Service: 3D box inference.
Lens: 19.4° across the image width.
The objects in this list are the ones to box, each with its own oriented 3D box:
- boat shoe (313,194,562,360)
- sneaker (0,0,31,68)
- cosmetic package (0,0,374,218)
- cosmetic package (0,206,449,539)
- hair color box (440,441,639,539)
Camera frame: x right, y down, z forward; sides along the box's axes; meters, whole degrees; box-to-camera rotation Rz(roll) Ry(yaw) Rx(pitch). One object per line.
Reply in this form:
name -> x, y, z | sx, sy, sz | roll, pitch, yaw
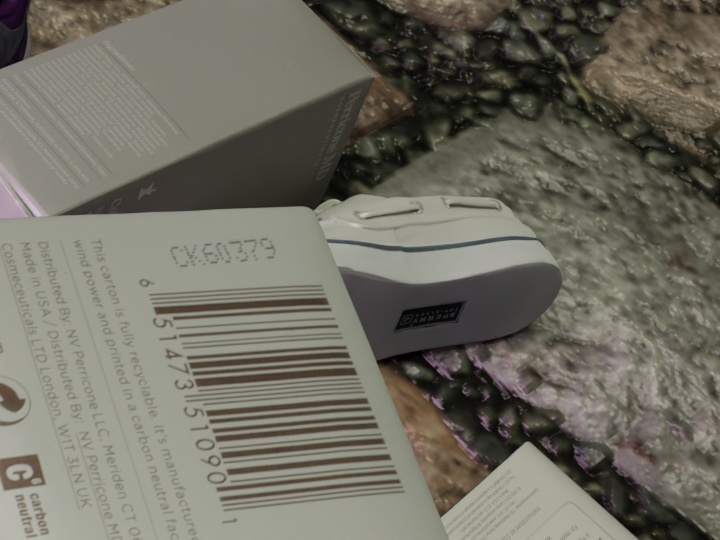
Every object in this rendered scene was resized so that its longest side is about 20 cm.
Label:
boat shoe -> 0.000, 0.000, 0.974 | 0.199, 0.074, 0.066 | 0, 45, -38
sneaker -> -0.206, -0.089, 0.939 | 0.074, 0.088, 0.201 | 26, 44, 0
cosmetic package -> -0.099, -0.049, 0.941 | 0.199, 0.107, 0.090 | -25, 63, -36
cosmetic package -> -0.093, 0.104, 0.737 | 0.164, 0.201, 0.166 | -3, 51, -28
hair color box -> 0.105, 0.175, 0.862 | 0.200, 0.061, 0.100 | 42, 47, 15
